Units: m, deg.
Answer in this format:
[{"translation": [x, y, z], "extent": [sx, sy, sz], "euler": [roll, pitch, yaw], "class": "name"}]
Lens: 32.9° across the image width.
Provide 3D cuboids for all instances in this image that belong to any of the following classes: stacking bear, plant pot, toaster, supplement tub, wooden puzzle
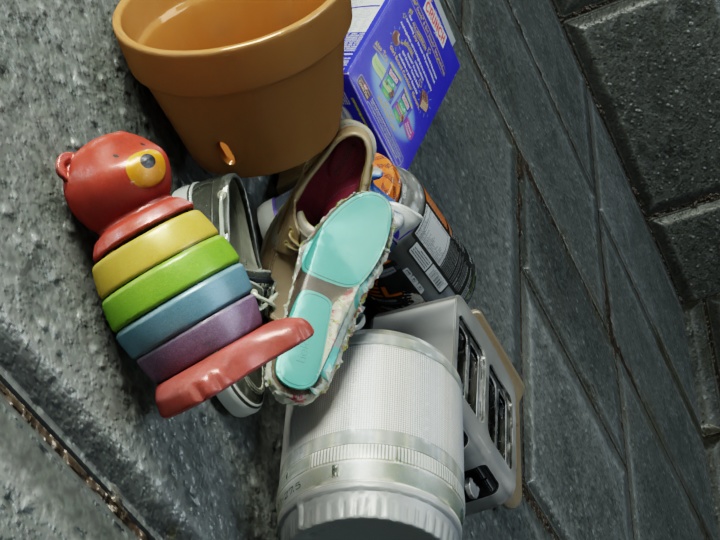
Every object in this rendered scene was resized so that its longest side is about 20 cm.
[{"translation": [-0.143, -0.007, 0.878], "extent": [0.121, 0.114, 0.201], "euler": [-30, 91, -39], "class": "stacking bear"}, {"translation": [-0.096, -0.175, 1.040], "extent": [0.201, 0.199, 0.141], "euler": [-81, 163, -50], "class": "plant pot"}, {"translation": [0.082, 0.144, 1.306], "extent": [0.181, 0.118, 0.201], "euler": [58, 26, -36], "class": "toaster"}, {"translation": [0.036, -0.030, 1.326], "extent": [0.200, 0.122, 0.123], "euler": [50, 30, -44], "class": "supplement tub"}, {"translation": [0.161, 0.182, 1.589], "extent": [0.186, 0.046, 0.201], "euler": [56, 31, -36], "class": "wooden puzzle"}]

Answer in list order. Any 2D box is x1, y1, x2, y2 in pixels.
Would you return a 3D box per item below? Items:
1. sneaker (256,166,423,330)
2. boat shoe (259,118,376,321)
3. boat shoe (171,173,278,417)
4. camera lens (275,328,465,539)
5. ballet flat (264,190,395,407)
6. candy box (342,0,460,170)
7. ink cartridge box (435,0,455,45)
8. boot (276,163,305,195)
[{"translation": [0.000, 0.000, 1.162], "extent": [0.081, 0.146, 0.201], "euler": [-50, 118, -79], "class": "sneaker"}, {"translation": [-0.042, -0.040, 1.085], "extent": [0.069, 0.073, 0.201], "euler": [-117, -133, -81], "class": "boat shoe"}, {"translation": [-0.105, 0.019, 1.010], "extent": [0.071, 0.063, 0.201], "euler": [-2, 77, -68], "class": "boat shoe"}, {"translation": [0.010, 0.164, 1.052], "extent": [0.160, 0.159, 0.201], "euler": [54, 27, -40], "class": "camera lens"}, {"translation": [-0.030, 0.024, 1.028], "extent": [0.064, 0.075, 0.201], "euler": [107, 8, -68], "class": "ballet flat"}, {"translation": [0.029, -0.234, 1.425], "extent": [0.201, 0.077, 0.169], "euler": [-61, 140, -31], "class": "candy box"}, {"translation": [0.062, -0.270, 1.580], "extent": [0.200, 0.040, 0.201], "euler": [-62, 140, -34], "class": "ink cartridge box"}, {"translation": [-0.085, -0.168, 1.222], "extent": [0.144, 0.070, 0.202], "euler": [-84, 153, -58], "class": "boot"}]
